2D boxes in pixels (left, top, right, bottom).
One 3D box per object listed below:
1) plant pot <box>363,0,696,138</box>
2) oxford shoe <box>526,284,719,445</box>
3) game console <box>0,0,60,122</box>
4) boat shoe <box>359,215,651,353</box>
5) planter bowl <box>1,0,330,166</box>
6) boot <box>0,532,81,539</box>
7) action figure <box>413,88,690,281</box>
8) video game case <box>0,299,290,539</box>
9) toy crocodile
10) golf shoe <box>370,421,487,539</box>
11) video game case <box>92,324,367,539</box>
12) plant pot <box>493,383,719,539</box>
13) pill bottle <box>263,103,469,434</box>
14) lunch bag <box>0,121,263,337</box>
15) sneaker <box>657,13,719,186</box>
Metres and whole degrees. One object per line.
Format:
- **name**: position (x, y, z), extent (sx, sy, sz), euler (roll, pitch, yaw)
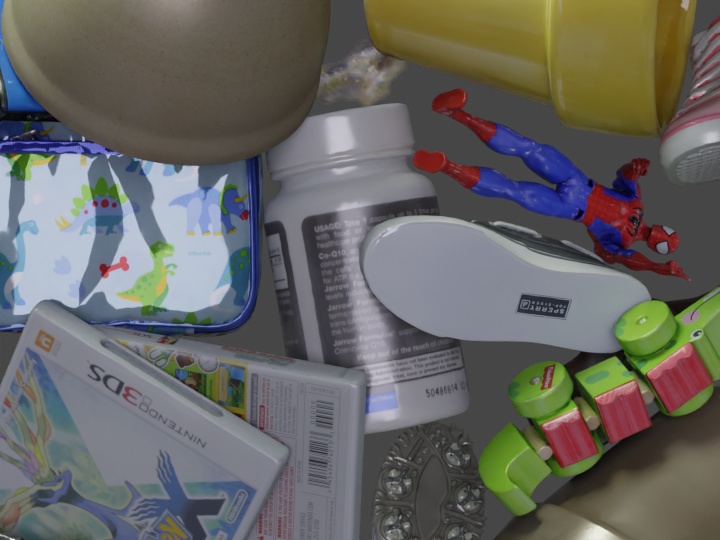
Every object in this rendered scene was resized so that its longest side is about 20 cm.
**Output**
- **plant pot**: position (0.108, -0.189, 1.273), extent (0.188, 0.201, 0.201), euler (6, 89, 15)
- **oxford shoe**: position (0.190, 0.040, 1.326), extent (0.200, 0.073, 0.084), euler (-34, 79, -5)
- **game console**: position (-0.238, -0.140, 1.297), extent (0.170, 0.118, 0.200), euler (-1, 52, -27)
- **boat shoe**: position (0.084, 0.001, 1.258), extent (0.200, 0.068, 0.072), euler (9, 109, -24)
- **planter bowl**: position (-0.103, -0.180, 1.212), extent (0.200, 0.135, 0.201), euler (12, 48, -13)
- **boot**: position (-0.231, 0.172, 1.279), extent (0.131, 0.070, 0.200), euler (-2, 122, 20)
- **action figure**: position (0.142, -0.049, 1.284), extent (0.200, 0.099, 0.065), euler (24, 82, -32)
- **video game case**: position (-0.160, 0.143, 1.283), extent (0.182, 0.022, 0.200), euler (31, 119, 7)
- **toy crocodile**: position (0.159, 0.076, 1.243), extent (0.200, 0.062, 0.068), euler (-30, 117, -4)
- **golf shoe**: position (0.029, 0.196, 1.319), extent (0.078, 0.097, 0.200), euler (16, 61, -13)
- **video game case**: position (-0.088, 0.141, 1.282), extent (0.182, 0.023, 0.200), euler (9, 114, 15)
- **plant pot**: position (0.206, 0.172, 1.277), extent (0.200, 0.200, 0.174), euler (40, 73, 0)
- **pill bottle**: position (0.000, 0.000, 1.300), extent (0.113, 0.114, 0.201), euler (-9, 90, -1)
- **lunch bag**: position (-0.162, -0.037, 1.315), extent (0.199, 0.082, 0.161), euler (2, 86, -2)
- **sneaker**: position (0.229, -0.114, 1.278), extent (0.075, 0.200, 0.105), euler (-25, 82, 32)
